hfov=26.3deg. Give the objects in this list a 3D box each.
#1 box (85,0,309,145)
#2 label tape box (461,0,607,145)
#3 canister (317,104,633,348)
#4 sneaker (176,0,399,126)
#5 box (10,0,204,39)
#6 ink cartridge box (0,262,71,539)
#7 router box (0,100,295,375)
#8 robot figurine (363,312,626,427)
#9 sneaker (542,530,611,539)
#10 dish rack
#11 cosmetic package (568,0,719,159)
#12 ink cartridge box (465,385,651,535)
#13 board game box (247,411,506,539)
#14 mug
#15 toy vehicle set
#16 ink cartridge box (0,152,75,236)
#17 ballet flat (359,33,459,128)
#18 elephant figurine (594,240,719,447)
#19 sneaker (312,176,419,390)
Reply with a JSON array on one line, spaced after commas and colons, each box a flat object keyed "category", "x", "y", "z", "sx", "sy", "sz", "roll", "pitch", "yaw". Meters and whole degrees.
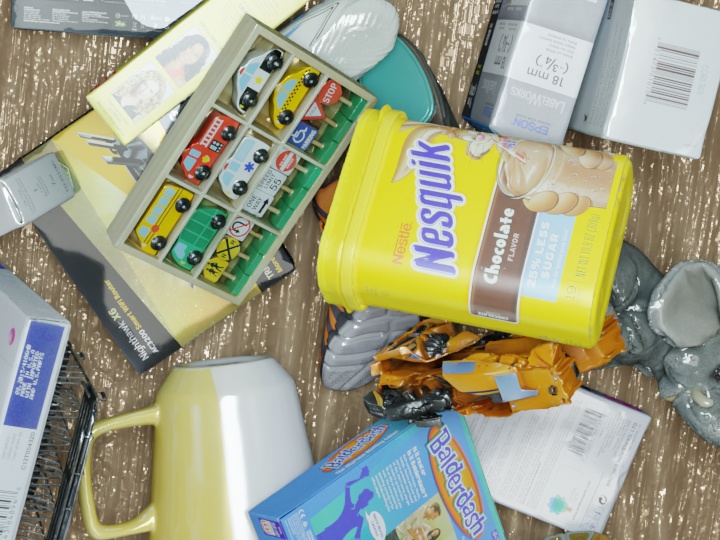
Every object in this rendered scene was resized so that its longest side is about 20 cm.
[{"category": "box", "x": -0.117, "y": -0.177, "z": 1.176, "sx": 0.200, "sy": 0.075, "sz": 0.050, "roll": -39, "pitch": 103, "yaw": 0}, {"category": "label tape box", "x": 0.127, "y": -0.142, "z": 1.218, "sx": 0.063, "sy": 0.144, "sz": 0.201, "roll": 15, "pitch": 97, "yaw": -7}, {"category": "canister", "x": 0.085, "y": -0.031, "z": 1.110, "sx": 0.199, "sy": 0.087, "sz": 0.149, "roll": 11, "pitch": 69, "yaw": 16}, {"category": "sneaker", "x": -0.058, "y": -0.155, "z": 1.224, "sx": 0.199, "sy": 0.072, "sz": 0.072, "roll": -33, "pitch": 109, "yaw": -8}, {"category": "box", "x": -0.173, "y": -0.264, "z": 1.218, "sx": 0.198, "sy": 0.051, "sz": 0.159, "roll": 3, "pitch": 101, "yaw": -6}, {"category": "ink cartridge box", "x": -0.295, "y": 0.104, "z": 1.192, "sx": 0.043, "sy": 0.200, "sz": 0.198, "roll": 11, "pitch": 99, "yaw": -33}, {"category": "router box", "x": -0.171, "y": -0.042, "z": 1.254, "sx": 0.157, "sy": 0.052, "sz": 0.201, "roll": -34, "pitch": 100, "yaw": 1}, {"category": "robot figurine", "x": 0.095, "y": 0.069, "z": 1.189, "sx": 0.199, "sy": 0.145, "sz": 0.059, "roll": -6, "pitch": 108, "yaw": 39}, {"category": "sneaker", "x": 0.127, "y": 0.280, "z": 1.322, "sx": 0.198, "sy": 0.076, "sz": 0.088, "roll": -2, "pitch": 130, "yaw": 10}, {"category": "dish rack", "x": -0.250, "y": 0.137, "z": 1.206, "sx": 0.054, "sy": 0.200, "sz": 0.155, "roll": 11, "pitch": 98, "yaw": -21}, {"category": "cosmetic package", "x": 0.212, "y": -0.153, "z": 1.197, "sx": 0.081, "sy": 0.200, "sz": 0.114, "roll": 12, "pitch": 95, "yaw": -8}, {"category": "ink cartridge box", "x": 0.134, "y": 0.140, "z": 1.317, "sx": 0.199, "sy": 0.042, "sz": 0.120, "roll": 22, "pitch": 97, "yaw": -10}, {"category": "board game box", "x": 0.020, "y": 0.208, "z": 1.225, "sx": 0.199, "sy": 0.045, "sz": 0.153, "roll": -30, "pitch": 109, "yaw": -34}, {"category": "mug", "x": -0.116, "y": 0.151, "z": 1.237, "sx": 0.149, "sy": 0.186, "sz": 0.154, "roll": -4, "pitch": 92, "yaw": 38}, {"category": "toy vehicle set", "x": -0.090, "y": -0.081, "z": 1.177, "sx": 0.124, "sy": 0.027, "sz": 0.201, "roll": 26, "pitch": 105, "yaw": -35}, {"category": "ink cartridge box", "x": -0.335, "y": -0.017, "z": 1.152, "sx": 0.199, "sy": 0.174, "sz": 0.044, "roll": -22, "pitch": 101, "yaw": 21}, {"category": "ballet flat", "x": 0.054, "y": -0.101, "z": 1.248, "sx": 0.068, "sy": 0.068, "sz": 0.201, "roll": -30, "pitch": 66, "yaw": 18}, {"category": "elephant figurine", "x": 0.255, "y": 0.055, "z": 1.272, "sx": 0.198, "sy": 0.142, "sz": 0.156, "roll": 13, "pitch": 112, "yaw": -1}, {"category": "sneaker", "x": 0.000, "y": 0.000, "z": 1.269, "sx": 0.077, "sy": 0.112, "sz": 0.201, "roll": -4, "pitch": 134, "yaw": -31}]
